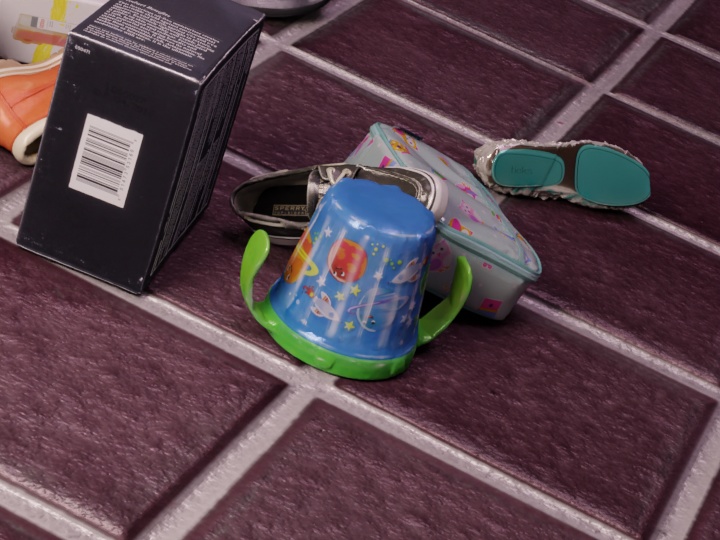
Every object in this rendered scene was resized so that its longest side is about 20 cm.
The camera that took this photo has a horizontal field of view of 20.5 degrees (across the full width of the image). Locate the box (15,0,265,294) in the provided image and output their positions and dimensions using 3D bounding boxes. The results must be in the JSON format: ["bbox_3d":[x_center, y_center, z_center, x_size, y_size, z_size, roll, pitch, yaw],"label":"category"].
[{"bbox_3d":[-0.183,-0.121,1.669,0.123,0.201,0.198,22,26,5],"label":"box"}]

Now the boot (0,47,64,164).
[{"bbox_3d":[-0.262,-0.148,1.816,0.200,0.075,0.107,-22,51,-42],"label":"boot"}]

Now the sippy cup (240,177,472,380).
[{"bbox_3d":[0.000,0.000,1.646,0.139,0.131,0.178,33,29,24],"label":"sippy cup"}]

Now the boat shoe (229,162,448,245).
[{"bbox_3d":[-0.021,-0.057,1.719,0.199,0.071,0.064,-6,-21,30],"label":"boat shoe"}]

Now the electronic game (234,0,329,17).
[{"bbox_3d":[-0.127,-0.346,2.298,0.199,0.042,0.200,9,32,-6],"label":"electronic game"}]

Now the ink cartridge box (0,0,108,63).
[{"bbox_3d":[-0.299,-0.264,1.982,0.199,0.084,0.145,11,28,-18],"label":"ink cartridge box"}]

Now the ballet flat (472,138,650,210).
[{"bbox_3d":[0.205,-0.107,2.062,0.199,0.072,0.072,8,29,-23],"label":"ballet flat"}]

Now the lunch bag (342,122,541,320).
[{"bbox_3d":[0.074,-0.047,1.813,0.160,0.077,0.200,24,23,-33],"label":"lunch bag"}]
